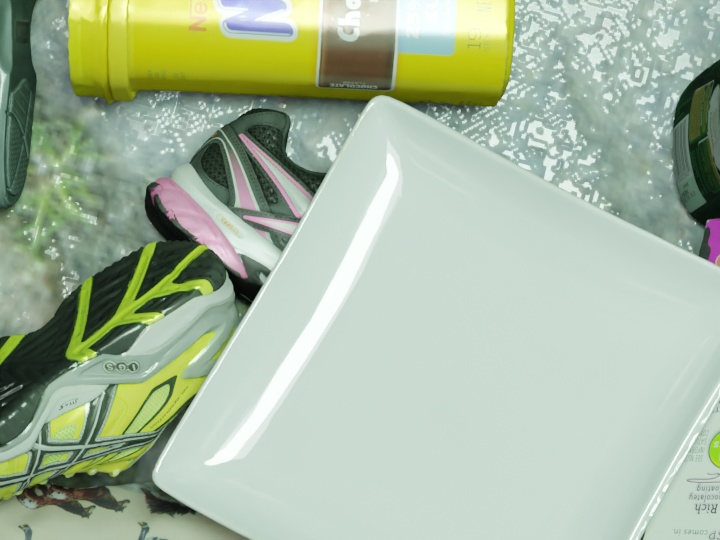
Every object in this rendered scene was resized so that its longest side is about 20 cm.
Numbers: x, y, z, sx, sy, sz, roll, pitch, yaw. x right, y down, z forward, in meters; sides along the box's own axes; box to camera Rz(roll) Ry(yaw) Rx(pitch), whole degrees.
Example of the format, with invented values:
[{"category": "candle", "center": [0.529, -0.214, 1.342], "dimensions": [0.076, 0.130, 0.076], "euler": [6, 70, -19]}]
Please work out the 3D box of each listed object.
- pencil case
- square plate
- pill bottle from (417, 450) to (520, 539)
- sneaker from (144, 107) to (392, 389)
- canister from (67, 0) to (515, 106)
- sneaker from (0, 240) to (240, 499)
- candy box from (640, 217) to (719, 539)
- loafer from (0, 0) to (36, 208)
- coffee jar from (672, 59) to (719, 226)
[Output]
[{"category": "pencil case", "center": [-0.089, 0.127, 1.049], "dimensions": [0.198, 0.090, 0.078], "euler": [-4, 113, 0]}, {"category": "square plate", "center": [0.042, 0.053, 0.986], "dimensions": [0.199, 0.028, 0.199], "euler": [28, 82, 17]}, {"category": "pill bottle", "center": [0.088, 0.179, 1.025], "dimensions": [0.112, 0.112, 0.201], "euler": [-22, 87, -2]}, {"category": "sneaker", "center": [0.000, 0.000, 1.061], "dimensions": [0.200, 0.080, 0.086], "euler": [41, 80, 0]}, {"category": "canister", "center": [-0.029, -0.150, 1.069], "dimensions": [0.198, 0.087, 0.150], "euler": [2, 80, -2]}, {"category": "sneaker", "center": [-0.135, 0.068, 1.012], "dimensions": [0.199, 0.075, 0.077], "euler": [-29, 124, -9]}, {"category": "candy box", "center": [0.192, 0.076, 0.958], "dimensions": [0.136, 0.061, 0.201], "euler": [-2, 61, 41]}, {"category": "loafer", "center": [-0.182, -0.131, 1.077], "dimensions": [0.062, 0.072, 0.202], "euler": [4, 87, 6]}, {"category": "coffee jar", "center": [0.198, -0.067, 1.005], "dimensions": [0.103, 0.200, 0.086], "euler": [-3, 85, -1]}]
